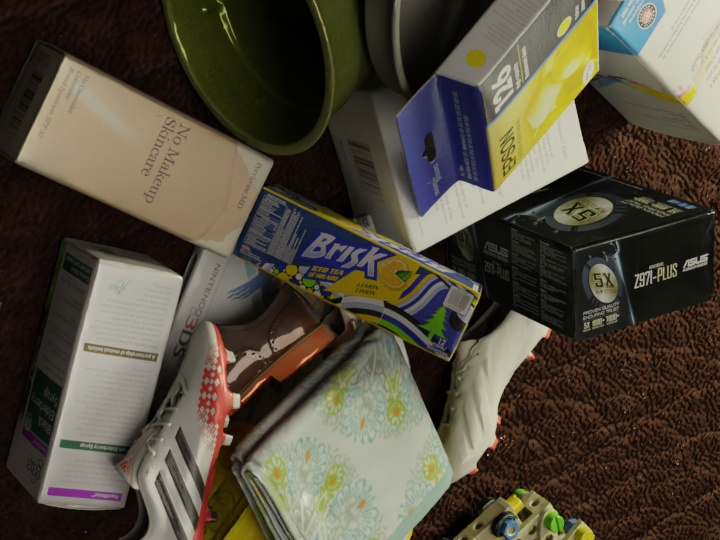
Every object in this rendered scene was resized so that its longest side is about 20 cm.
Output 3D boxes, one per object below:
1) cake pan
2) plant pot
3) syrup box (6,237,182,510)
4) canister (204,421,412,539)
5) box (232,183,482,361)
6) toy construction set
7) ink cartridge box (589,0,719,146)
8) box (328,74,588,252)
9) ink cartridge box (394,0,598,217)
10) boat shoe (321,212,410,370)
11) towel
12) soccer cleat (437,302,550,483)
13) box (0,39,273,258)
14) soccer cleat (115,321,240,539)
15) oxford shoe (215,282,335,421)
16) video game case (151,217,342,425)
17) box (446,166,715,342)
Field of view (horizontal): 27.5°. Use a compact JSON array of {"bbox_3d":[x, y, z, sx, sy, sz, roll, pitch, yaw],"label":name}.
[{"bbox_3d":[0.063,-0.218,1.133,0.200,0.036,0.202,-37,135,-48],"label":"cake pan"},{"bbox_3d":[-0.025,-0.221,1.176,0.189,0.199,0.202,-31,119,-34],"label":"plant pot"},{"bbox_3d":[-0.216,0.085,1.191,0.081,0.079,0.202,12,97,-34],"label":"syrup box"},{"bbox_3d":[-0.063,0.231,1.308,0.199,0.087,0.149,29,101,-41],"label":"canister"},{"bbox_3d":[0.000,0.000,1.218,0.198,0.070,0.065,27,98,3],"label":"box"},{"bbox_3d":[0.144,0.303,1.480,0.200,0.092,0.132,-48,124,-25],"label":"toy construction set"},{"bbox_3d":[0.279,-0.236,1.372,0.199,0.144,0.148,37,84,-34],"label":"ink cartridge box"},{"bbox_3d":[0.082,-0.133,1.300,0.199,0.106,0.154,-27,116,-23],"label":"box"},{"bbox_3d":[0.115,-0.142,1.164,0.201,0.047,0.198,-52,161,-11],"label":"ink cartridge box"},{"bbox_3d":[-0.001,0.050,1.306,0.069,0.071,0.202,-14,116,-1],"label":"boat shoe"},{"bbox_3d":[-0.010,0.165,1.235,0.200,0.048,0.172,-43,124,-35],"label":"towel"},{"bbox_3d":[0.110,0.107,1.415,0.077,0.069,0.201,36,77,-29],"label":"soccer cleat"},{"bbox_3d":[-0.178,-0.094,1.163,0.199,0.078,0.096,24,92,-33],"label":"box"},{"bbox_3d":[-0.149,0.139,1.167,0.084,0.069,0.203,9,90,-21],"label":"soccer cleat"},{"bbox_3d":[-0.120,0.090,1.249,0.199,0.071,0.073,-36,88,-12],"label":"oxford shoe"},{"bbox_3d":[-0.081,0.059,1.303,0.199,0.022,0.184,22,91,-35],"label":"video game case"},{"bbox_3d":[0.197,-0.022,1.348,0.162,0.200,0.087,-14,112,-27],"label":"box"}]
